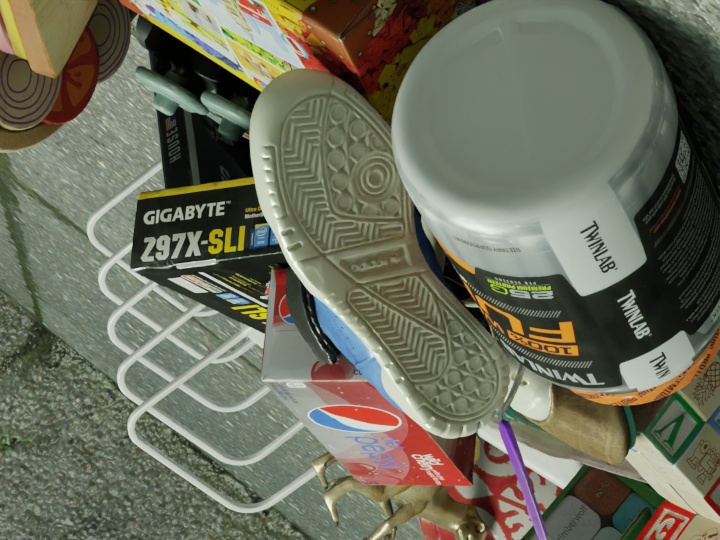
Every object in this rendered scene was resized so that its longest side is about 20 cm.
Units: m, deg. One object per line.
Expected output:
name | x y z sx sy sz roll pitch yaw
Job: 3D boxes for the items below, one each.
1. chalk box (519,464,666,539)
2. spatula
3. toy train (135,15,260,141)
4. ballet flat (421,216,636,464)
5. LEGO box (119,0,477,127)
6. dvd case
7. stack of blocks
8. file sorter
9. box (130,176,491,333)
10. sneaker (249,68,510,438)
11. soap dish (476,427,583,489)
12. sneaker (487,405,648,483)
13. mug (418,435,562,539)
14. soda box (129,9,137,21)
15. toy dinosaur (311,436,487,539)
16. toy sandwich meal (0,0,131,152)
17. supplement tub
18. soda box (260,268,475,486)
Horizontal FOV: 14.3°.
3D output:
chalk box | 0.138 0.197 1.623 0.124 0.125 0.200 39 158 11
spatula | 0.075 0.034 1.384 0.020 0.201 0.057 -3 174 0
toy train | -0.033 -0.095 1.548 0.200 0.086 0.114 26 177 39
ballet flat | 0.071 0.012 1.428 0.068 0.072 0.201 -5 106 64
LEGO box | -0.043 -0.146 1.362 0.200 0.077 0.149 33 167 27
dvd case | -0.069 -0.045 1.723 0.150 0.025 0.200 46 -162 -33
stack of blocks | 0.202 0.114 1.515 0.200 0.115 0.058 47 166 -32
file sorter | -0.081 0.032 1.807 0.139 0.124 0.200 38 -157 -38
box | 0.000 0.000 1.538 0.159 0.050 0.200 -5 160 34
sneaker | -0.009 -0.016 1.349 0.200 0.077 0.111 56 168 -29
soap dish | 0.082 0.043 1.700 0.200 0.081 0.157 33 167 29
sneaker | 0.114 0.057 1.530 0.071 0.080 0.200 27 -174 43
mug | 0.167 0.149 1.832 0.200 0.177 0.134 24 126 38
soda box | -0.193 -0.216 1.577 0.200 0.071 0.063 43 169 -20
toy dinosaur | 0.023 0.115 1.741 0.200 0.101 0.058 70 177 -49
toy sandwich meal | -0.152 -0.153 1.460 0.070 0.206 0.205 13 158 25
supplement tub | 0.098 -0.025 1.277 0.122 0.123 0.200 31 167 33
soda box | 0.009 0.059 1.531 0.070 0.064 0.200 -1 161 15
